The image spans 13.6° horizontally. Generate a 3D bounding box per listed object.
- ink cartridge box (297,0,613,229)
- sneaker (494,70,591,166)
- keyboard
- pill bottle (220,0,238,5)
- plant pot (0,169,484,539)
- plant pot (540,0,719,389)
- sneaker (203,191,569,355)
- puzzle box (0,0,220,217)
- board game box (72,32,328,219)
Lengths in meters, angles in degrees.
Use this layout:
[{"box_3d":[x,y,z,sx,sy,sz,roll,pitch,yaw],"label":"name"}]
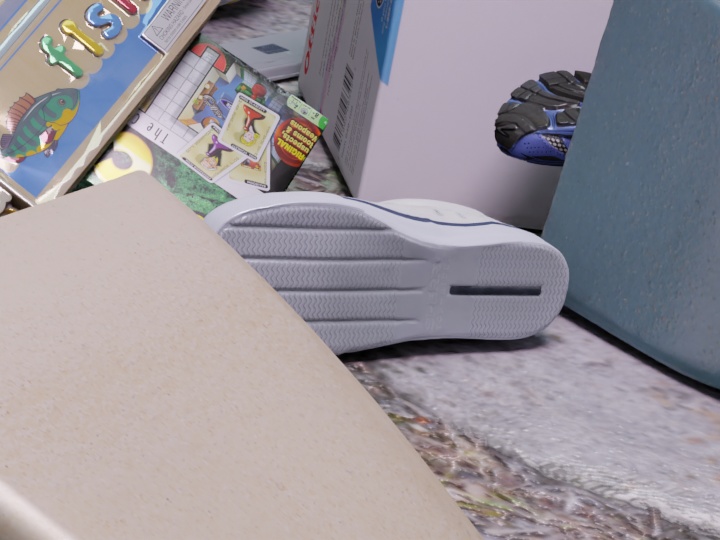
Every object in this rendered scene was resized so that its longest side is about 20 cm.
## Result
[{"box_3d":[0.061,-0.128,1.648,0.145,0.148,0.200,6,20,-14],"label":"ink cartridge box"},{"box_3d":[0.150,-0.047,1.547,0.199,0.079,0.075,12,16,-33],"label":"sneaker"},{"box_3d":[-0.048,-0.128,1.800,0.056,0.011,0.200,18,20,33],"label":"keyboard"},{"box_3d":[-0.114,-0.213,1.841,0.112,0.113,0.200,22,22,29],"label":"pill bottle"},{"box_3d":[-0.075,0.115,0.852,0.177,0.201,0.199,31,25,20],"label":"plant pot"},{"box_3d":[0.234,-0.033,1.437,0.195,0.197,0.200,-4,32,-36],"label":"plant pot"},{"box_3d":[0.000,0.000,1.395,0.199,0.074,0.071,9,8,-35],"label":"sneaker"},{"box_3d":[-0.169,-0.097,1.383,0.133,0.025,0.200,37,58,-2],"label":"puzzle box"},{"box_3d":[-0.122,-0.086,1.427,0.199,0.023,0.105,33,62,-4],"label":"board game box"}]
